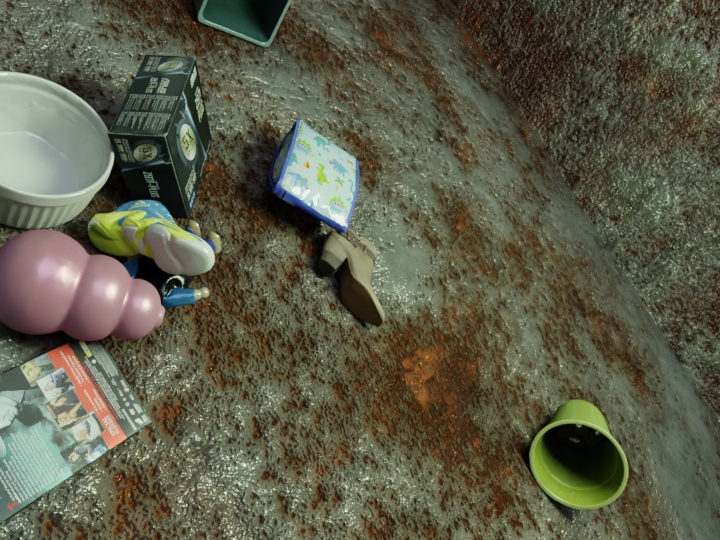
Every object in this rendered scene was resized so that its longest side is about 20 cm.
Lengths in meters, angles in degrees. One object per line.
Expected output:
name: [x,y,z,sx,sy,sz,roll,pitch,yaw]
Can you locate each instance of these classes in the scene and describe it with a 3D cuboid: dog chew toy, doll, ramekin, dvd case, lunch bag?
dog chew toy: [-0.346,0.030,0.667,0.196,0.125,0.127,21,47,-25]
doll: [-0.287,0.006,0.806,0.134,0.049,0.202,28,44,2]
ramekin: [-0.451,-0.153,0.724,0.197,0.105,0.204,25,45,-28]
dvd case: [-0.368,0.175,0.626,0.148,0.022,0.199,55,38,2]
lunch bag: [-0.095,-0.178,1.075,0.167,0.128,0.203,27,34,-23]

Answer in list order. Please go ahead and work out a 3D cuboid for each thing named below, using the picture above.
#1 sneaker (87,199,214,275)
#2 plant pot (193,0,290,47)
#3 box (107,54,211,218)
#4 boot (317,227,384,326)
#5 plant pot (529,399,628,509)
sneaker: [-0.292,-0.062,0.783,0.194,0.077,0.106,16,39,6]
plant pot: [-0.283,-0.692,1.238,0.192,0.197,0.203,2,49,-42]
box: [-0.309,-0.214,0.852,0.083,0.166,0.204,2,51,-1]
boot: [0.000,0.000,1.085,0.201,0.070,0.146,49,37,-5]
plant pot: [0.493,0.393,1.209,0.202,0.199,0.189,54,26,4]
